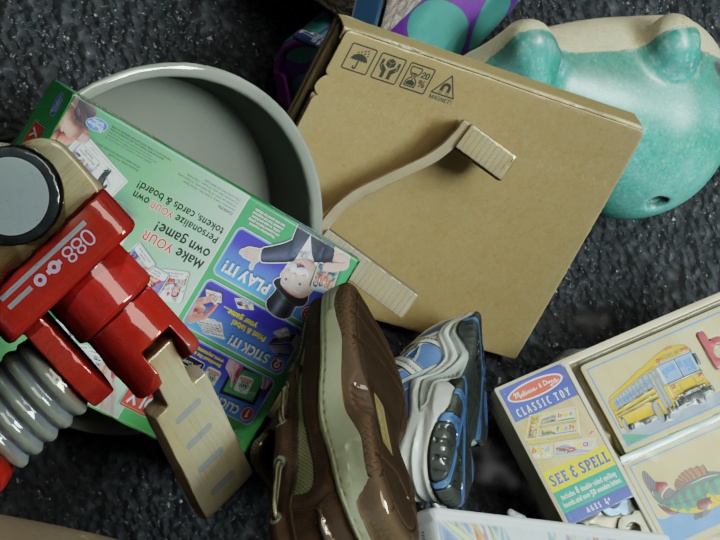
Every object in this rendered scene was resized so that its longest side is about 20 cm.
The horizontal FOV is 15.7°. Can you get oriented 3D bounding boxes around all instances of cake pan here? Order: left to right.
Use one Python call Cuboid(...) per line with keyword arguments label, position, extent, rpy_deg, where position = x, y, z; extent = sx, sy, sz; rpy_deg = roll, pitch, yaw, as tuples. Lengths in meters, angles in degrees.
Cuboid(label="cake pan", position=(-0.114, -0.014, 1.342), extent=(0.200, 0.037, 0.201), rpy_deg=(-13, 116, -28))

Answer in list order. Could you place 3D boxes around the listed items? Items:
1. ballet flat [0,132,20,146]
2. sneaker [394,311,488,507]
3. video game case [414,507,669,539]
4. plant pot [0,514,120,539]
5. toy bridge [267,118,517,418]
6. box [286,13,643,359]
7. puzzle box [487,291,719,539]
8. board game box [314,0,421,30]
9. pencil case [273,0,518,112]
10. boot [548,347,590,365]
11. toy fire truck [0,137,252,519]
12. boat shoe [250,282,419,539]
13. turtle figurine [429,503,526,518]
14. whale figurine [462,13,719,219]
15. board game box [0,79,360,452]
Cuboid(label="ballet flat", position=(-0.166, -0.045, 1.359), extent=(0.200, 0.068, 0.068), rpy_deg=(-16, 76, -36))
Cuboid(label="sneaker", position=(0.027, 0.071, 1.406), extent=(0.200, 0.077, 0.076), rpy_deg=(-51, 136, -73))
Cuboid(label="video game case", position=(0.106, 0.213, 1.282), extent=(0.200, 0.022, 0.183), rpy_deg=(12, 63, -47))
Cuboid(label="plant pot", position=(-0.129, 0.201, 1.233), extent=(0.174, 0.200, 0.201), rpy_deg=(27, 58, -3))
Cuboid(label="toy bridge", position=(0.000, 0.000, 1.412), extent=(0.067, 0.027, 0.200), rpy_deg=(36, 94, -4))
Cuboid(label="box", position=(0.039, -0.042, 1.451), extent=(0.199, 0.164, 0.021), rpy_deg=(16, 25, -28))
Cuboid(label="puzzle box", position=(0.188, 0.090, 1.473), extent=(0.199, 0.025, 0.133), rpy_deg=(-23, 72, -16))
Cuboid(label="board game box", position=(-0.017, -0.253, 1.468), extent=(0.200, 0.097, 0.159), rpy_deg=(34, 53, 15))
Cuboid(label="pencil case", position=(0.030, -0.154, 1.518), extent=(0.092, 0.085, 0.200), rpy_deg=(24, 50, 23))
Cuboid(label="boot", position=(0.180, 0.134, 1.513), extent=(0.095, 0.074, 0.201), rpy_deg=(-10, 77, -28))
Cuboid(label="toy fire truck", position=(-0.148, 0.060, 1.213), extent=(0.176, 0.129, 0.200), rpy_deg=(-43, 95, -2))
Cuboid(label="boat shoe", position=(-0.022, 0.076, 1.275), extent=(0.075, 0.075, 0.203), rpy_deg=(61, 12, -26))
Cuboid(label="turtle figurine", position=(0.108, 0.208, 1.397), extent=(0.193, 0.144, 0.201), rpy_deg=(23, 65, -23))
Cuboid(label="whale figurine", position=(0.137, -0.089, 1.517), extent=(0.200, 0.159, 0.104), rpy_deg=(11, 56, -50))
Cuboid(label="board game box", position=(-0.109, 0.007, 1.313), extent=(0.200, 0.029, 0.135), rpy_deg=(31, 92, -37))
